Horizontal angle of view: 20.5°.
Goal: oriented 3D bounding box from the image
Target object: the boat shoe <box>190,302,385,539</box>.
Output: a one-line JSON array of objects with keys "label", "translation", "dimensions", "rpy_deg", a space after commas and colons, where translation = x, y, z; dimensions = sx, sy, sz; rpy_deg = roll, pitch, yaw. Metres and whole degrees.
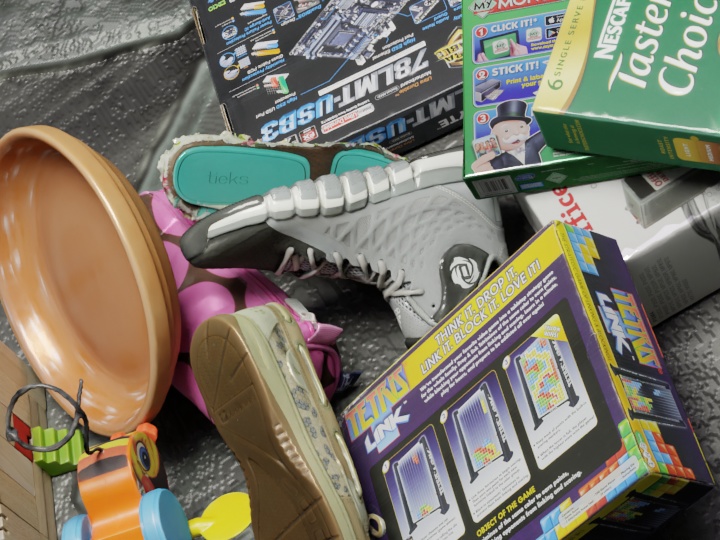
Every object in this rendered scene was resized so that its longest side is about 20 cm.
[{"label": "boat shoe", "translation": [-0.028, 0.112, 1.131], "dimensions": [0.073, 0.063, 0.200], "rpy_deg": [-25, 84, 45]}]

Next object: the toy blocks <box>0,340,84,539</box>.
[{"label": "toy blocks", "translation": [-0.246, 0.110, 1.239], "dimensions": [0.100, 0.137, 0.200], "rpy_deg": [-19, 57, 12]}]

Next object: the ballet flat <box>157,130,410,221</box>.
[{"label": "ballet flat", "translation": [-0.029, -0.051, 1.262], "dimensions": [0.200, 0.064, 0.076], "rpy_deg": [14, 93, -7]}]

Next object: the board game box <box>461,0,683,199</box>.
[{"label": "board game box", "translation": [0.158, -0.120, 1.161], "dimensions": [0.200, 0.029, 0.135], "rpy_deg": [-8, 60, 17]}]

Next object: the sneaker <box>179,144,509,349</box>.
[{"label": "sneaker", "translation": [0.000, 0.000, 1.190], "dimensions": [0.200, 0.075, 0.116], "rpy_deg": [-15, 86, -12]}]

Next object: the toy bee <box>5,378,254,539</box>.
[{"label": "toy bee", "translation": [-0.124, 0.137, 1.157], "dimensions": [0.131, 0.200, 0.109], "rpy_deg": [1, 21, 6]}]

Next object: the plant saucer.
[{"label": "plant saucer", "translation": [-0.169, 0.004, 1.231], "dimensions": [0.037, 0.200, 0.200], "rpy_deg": [-22, 47, -32]}]

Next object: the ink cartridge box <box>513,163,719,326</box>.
[{"label": "ink cartridge box", "translation": [0.193, -0.072, 1.189], "dimensions": [0.200, 0.083, 0.147], "rpy_deg": [-31, 55, 3]}]

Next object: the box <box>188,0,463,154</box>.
[{"label": "box", "translation": [-0.007, -0.163, 1.347], "dimensions": [0.200, 0.050, 0.199], "rpy_deg": [-25, 57, 9]}]

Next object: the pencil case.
[{"label": "pencil case", "translation": [-0.096, 0.024, 1.257], "dimensions": [0.200, 0.091, 0.094], "rpy_deg": [39, 117, 33]}]

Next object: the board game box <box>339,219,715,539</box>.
[{"label": "board game box", "translation": [0.085, 0.098, 1.101], "dimensions": [0.200, 0.057, 0.165], "rpy_deg": [-44, 47, 34]}]

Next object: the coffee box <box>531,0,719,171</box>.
[{"label": "coffee box", "translation": [0.205, -0.115, 1.096], "dimensions": [0.200, 0.044, 0.123], "rpy_deg": [11, 67, 26]}]
